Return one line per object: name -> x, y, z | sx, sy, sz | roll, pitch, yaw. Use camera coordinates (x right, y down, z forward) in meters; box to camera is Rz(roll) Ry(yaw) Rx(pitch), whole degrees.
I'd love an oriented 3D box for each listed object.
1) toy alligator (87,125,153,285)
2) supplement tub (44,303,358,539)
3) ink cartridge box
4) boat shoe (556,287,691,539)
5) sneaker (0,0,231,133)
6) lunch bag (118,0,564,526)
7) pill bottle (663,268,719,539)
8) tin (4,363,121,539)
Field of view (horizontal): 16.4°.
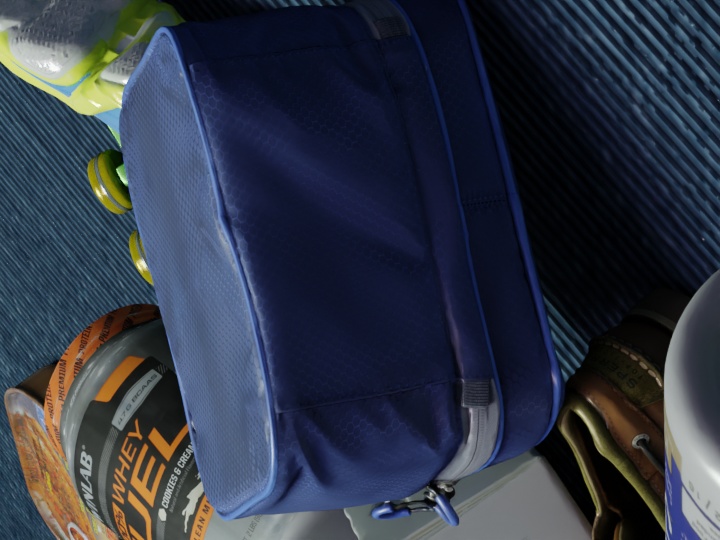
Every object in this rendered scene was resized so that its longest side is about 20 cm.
toy alligator -> -0.096, -0.062, 1.176 | 0.201, 0.059, 0.054 | 61, -159, -2
supplement tub -> -0.064, 0.101, 1.246 | 0.200, 0.122, 0.123 | 32, 149, 41
ink cartridge box -> 0.084, 0.167, 1.054 | 0.201, 0.083, 0.145 | 56, 177, -8
boat shoe -> 0.121, 0.102, 0.959 | 0.072, 0.068, 0.201 | 21, 142, 50
sneaker -> -0.090, -0.071, 1.101 | 0.199, 0.076, 0.105 | 28, 149, 38
lunch bag -> 0.000, 0.000, 0.929 | 0.136, 0.132, 0.201 | 145, 112, -71
pill bottle -> 0.158, 0.092, 0.806 | 0.120, 0.120, 0.201 | 38, 153, 33
tin -> -0.179, 0.140, 1.633 | 0.112, 0.042, 0.200 | 45, 156, 29
